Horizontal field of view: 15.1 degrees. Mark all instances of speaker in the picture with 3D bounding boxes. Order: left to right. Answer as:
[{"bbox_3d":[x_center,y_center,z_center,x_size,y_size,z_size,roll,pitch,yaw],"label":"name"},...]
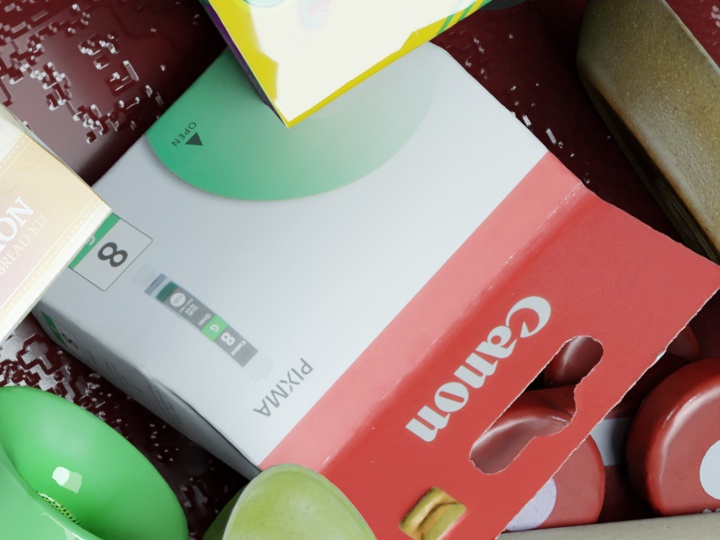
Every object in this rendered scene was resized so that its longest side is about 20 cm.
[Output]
[{"bbox_3d":[-0.138,0.130,0.803,0.088,0.088,0.200,34,109,-17],"label":"speaker"}]

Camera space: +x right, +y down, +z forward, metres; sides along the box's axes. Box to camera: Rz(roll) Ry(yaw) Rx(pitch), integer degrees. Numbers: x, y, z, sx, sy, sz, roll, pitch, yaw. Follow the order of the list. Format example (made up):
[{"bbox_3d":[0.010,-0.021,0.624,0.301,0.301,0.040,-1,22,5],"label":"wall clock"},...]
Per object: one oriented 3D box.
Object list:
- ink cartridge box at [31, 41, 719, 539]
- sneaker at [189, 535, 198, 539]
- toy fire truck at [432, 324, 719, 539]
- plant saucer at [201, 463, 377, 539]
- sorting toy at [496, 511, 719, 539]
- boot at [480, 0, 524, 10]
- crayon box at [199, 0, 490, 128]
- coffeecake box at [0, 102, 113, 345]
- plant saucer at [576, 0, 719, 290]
[{"bbox_3d":[0.000,0.000,0.948,0.161,0.200,0.050,-47,144,-16],"label":"ink cartridge box"},{"bbox_3d":[-0.076,0.131,0.946,0.200,0.073,0.077,18,47,0],"label":"sneaker"},{"bbox_3d":[0.074,0.105,1.017,0.200,0.112,0.168,-8,110,-20],"label":"toy fire truck"},{"bbox_3d":[-0.015,0.158,0.813,0.031,0.200,0.200,-15,95,18],"label":"plant saucer"},{"bbox_3d":[0.087,0.188,0.946,0.185,0.036,0.200,-4,90,-20],"label":"sorting toy"},{"bbox_3d":[-0.014,-0.174,1.012,0.200,0.074,0.075,27,61,-22],"label":"boot"},{"bbox_3d":[-0.007,-0.179,0.922,0.173,0.058,0.200,-33,107,-4],"label":"crayon box"},{"bbox_3d":[-0.177,0.018,0.866,0.073,0.200,0.154,43,75,-14],"label":"coffeecake box"},{"bbox_3d":[0.133,-0.026,0.996,0.035,0.200,0.200,-35,101,3],"label":"plant saucer"}]
